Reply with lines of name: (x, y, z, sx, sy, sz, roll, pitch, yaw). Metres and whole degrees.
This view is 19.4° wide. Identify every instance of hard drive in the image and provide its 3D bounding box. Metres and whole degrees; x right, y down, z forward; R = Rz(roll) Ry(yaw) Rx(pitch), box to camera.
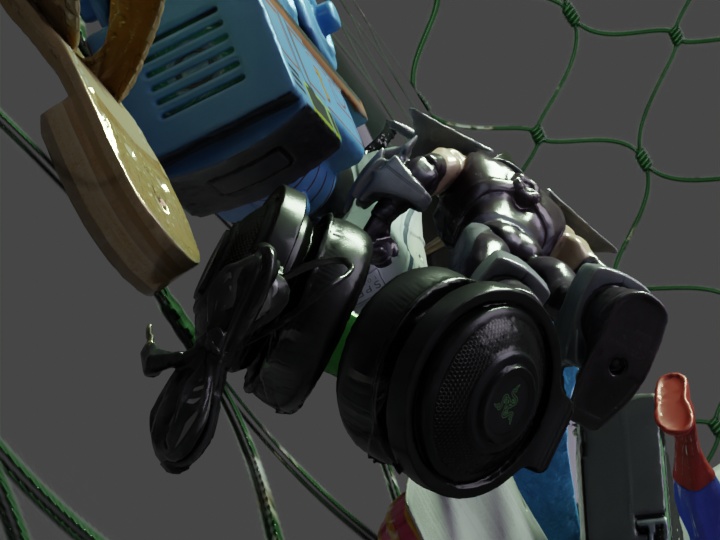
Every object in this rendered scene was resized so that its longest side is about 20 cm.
hard drive: (0.119, 0.155, 0.876, 0.200, 0.037, 0.141, 68, 19, -61)

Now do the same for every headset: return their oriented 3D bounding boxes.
headset: (-0.007, 0.033, 0.648, 0.123, 0.095, 0.200, 24, -6, 20)

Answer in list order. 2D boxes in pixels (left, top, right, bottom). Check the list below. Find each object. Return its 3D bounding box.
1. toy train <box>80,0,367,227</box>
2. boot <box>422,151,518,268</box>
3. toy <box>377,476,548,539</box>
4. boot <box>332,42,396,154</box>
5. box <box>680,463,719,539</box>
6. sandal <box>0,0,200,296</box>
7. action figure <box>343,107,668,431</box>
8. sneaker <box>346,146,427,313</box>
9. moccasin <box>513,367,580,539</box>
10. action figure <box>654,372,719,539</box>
toy train: (-0.049, -0.074, 0.847, 0.200, 0.086, 0.115, 45, 23, -71)
boot: (0.065, 0.033, 1.092, 0.139, 0.077, 0.200, 59, -12, 5)
toy: (0.037, 0.111, 0.760, 0.116, 0.047, 0.200, 63, 9, -7)
boot: (-0.045, -0.115, 1.095, 0.163, 0.073, 0.198, 56, 3, -14)
box: (0.317, 0.228, 1.631, 0.172, 0.198, 0.200, 58, 5, 8)
sandal: (-0.083, -0.092, 0.705, 0.213, 0.069, 0.078, 62, 8, 31)
action figure: (0.057, -0.002, 0.846, 0.129, 0.070, 0.200, 22, 16, -12)
sneaker: (0.000, 0.000, 0.966, 0.200, 0.072, 0.071, -80, 150, -69)
moccasin: (0.065, 0.080, 0.950, 0.068, 0.080, 0.202, 82, 10, -59)
action figure: (0.148, 0.142, 0.767, 0.099, 0.065, 0.201, -92, 171, -57)
